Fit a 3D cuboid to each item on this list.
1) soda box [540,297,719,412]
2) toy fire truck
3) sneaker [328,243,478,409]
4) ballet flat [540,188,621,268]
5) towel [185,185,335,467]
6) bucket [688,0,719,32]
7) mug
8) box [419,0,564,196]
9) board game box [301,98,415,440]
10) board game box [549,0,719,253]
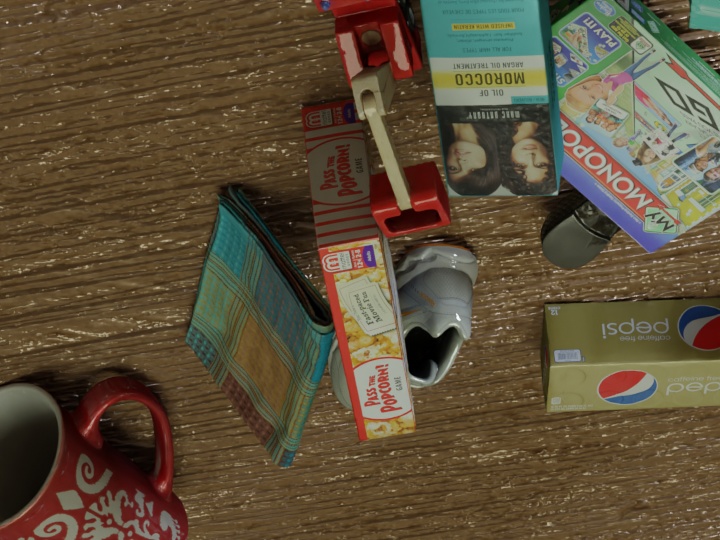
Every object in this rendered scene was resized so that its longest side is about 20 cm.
[{"bbox_3d":[0.248,0.068,1.937,0.199,0.064,0.068,-2,143,0],"label":"soda box"},{"bbox_3d":[0.010,-0.133,1.597,0.048,0.142,0.200,-12,142,12],"label":"toy fire truck"},{"bbox_3d":[0.029,0.066,1.898,0.075,0.092,0.200,14,140,-19],"label":"sneaker"},{"bbox_3d":[0.211,-0.071,1.777,0.067,0.046,0.200,38,123,-20],"label":"ballet flat"},{"bbox_3d":[-0.080,0.048,1.840,0.022,0.147,0.200,-24,153,-29],"label":"towel"},{"bbox_3d":[0.272,-0.229,1.441,0.134,0.208,0.208,6,143,6],"label":"bucket"},{"bbox_3d":[-0.227,0.191,2.019,0.177,0.134,0.200,-20,143,24],"label":"mug"},{"bbox_3d":[0.090,-0.141,1.629,0.082,0.049,0.201,-1,132,11],"label":"box"},{"bbox_3d":[0.000,0.000,1.739,0.046,0.152,0.201,-10,133,2],"label":"board game box"},{"bbox_3d":[0.190,-0.110,1.692,0.200,0.029,0.134,39,127,-23],"label":"board game box"}]
